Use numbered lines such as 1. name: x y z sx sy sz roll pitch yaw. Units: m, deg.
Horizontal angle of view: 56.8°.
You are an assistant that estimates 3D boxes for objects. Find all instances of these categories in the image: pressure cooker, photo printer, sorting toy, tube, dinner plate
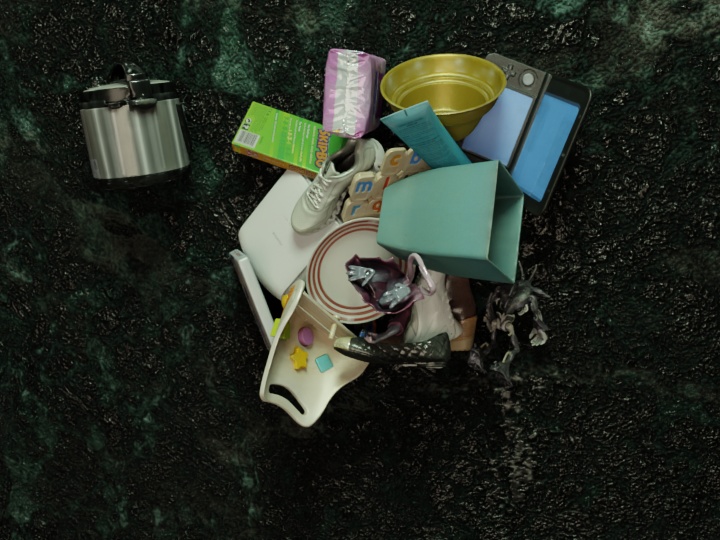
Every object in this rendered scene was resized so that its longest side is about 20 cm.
1. pressure cooker: -0.390 -0.253 1.148 0.170 0.179 0.207 -3 106 15
2. photo printer: -0.123 -0.062 1.180 0.200 0.069 0.168 -46 69 20
3. sorting toy: -0.093 0.150 1.100 0.105 0.184 0.200 -7 141 44
4. tube: 0.110 -0.186 0.993 0.076 0.199 0.052 -18 62 26
5. dinner plate: 0.000 0.000 1.137 0.194 0.024 0.206 -8 120 -14

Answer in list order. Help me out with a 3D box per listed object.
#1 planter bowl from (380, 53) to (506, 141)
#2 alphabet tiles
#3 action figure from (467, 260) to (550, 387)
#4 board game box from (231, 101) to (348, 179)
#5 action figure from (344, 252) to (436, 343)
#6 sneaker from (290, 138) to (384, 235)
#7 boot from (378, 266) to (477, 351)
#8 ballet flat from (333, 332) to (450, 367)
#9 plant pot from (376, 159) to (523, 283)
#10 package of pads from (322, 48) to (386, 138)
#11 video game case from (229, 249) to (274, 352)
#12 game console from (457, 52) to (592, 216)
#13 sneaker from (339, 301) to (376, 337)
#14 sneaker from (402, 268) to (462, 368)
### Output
1. planter bowl: 0.130 -0.260 1.052 0.193 0.204 0.085 2 133 11
2. alphabet tiles: 0.064 -0.126 1.096 0.194 0.015 0.198 -9 142 -27
3. action figure: 0.259 0.091 1.151 0.116 0.102 0.204 18 69 33
4. board game box: -0.114 -0.220 1.150 0.194 0.030 0.098 18 64 8
5. action figure: 0.049 0.026 1.048 0.146 0.200 0.137 -27 71 10
6. sneaker: -0.050 -0.138 1.064 0.200 0.081 0.076 -46 72 18
7. boot: 0.111 0.061 1.203 0.193 0.072 0.173 -5 93 14
8. ballet flat: 0.052 0.125 1.089 0.193 0.067 0.059 5 78 -6
9. plant pot: 0.131 -0.071 1.020 0.195 0.141 0.146 2 77 30
10. package of pads: -0.007 -0.278 1.048 0.073 0.200 0.125 9 106 6
11. video game case: -0.183 0.065 1.200 0.022 0.182 0.205 -23 101 -12
12. game console: 0.244 -0.220 1.057 0.171 0.117 0.205 22 108 4
13. sneaker: -0.025 0.048 1.209 0.074 0.079 0.205 -22 100 16
14. sneaker: 0.131 0.071 1.133 0.096 0.078 0.206 11 106 2
